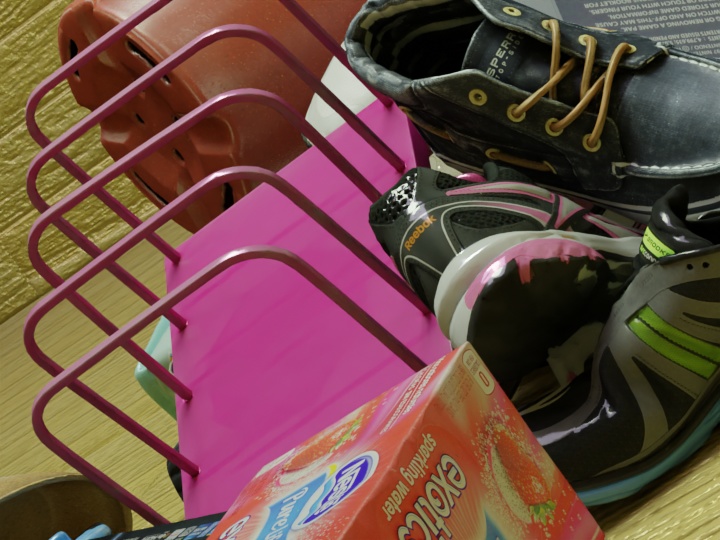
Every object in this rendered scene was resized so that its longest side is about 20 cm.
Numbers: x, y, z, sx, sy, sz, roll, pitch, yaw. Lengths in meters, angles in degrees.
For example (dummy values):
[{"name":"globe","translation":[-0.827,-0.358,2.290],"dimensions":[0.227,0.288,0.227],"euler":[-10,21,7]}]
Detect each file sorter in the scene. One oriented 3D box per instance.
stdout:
[{"name":"file sorter","translation":[-0.056,-0.007,1.097],"dimensions":[0.139,0.125,0.200],"euler":[-35,35,20]}]

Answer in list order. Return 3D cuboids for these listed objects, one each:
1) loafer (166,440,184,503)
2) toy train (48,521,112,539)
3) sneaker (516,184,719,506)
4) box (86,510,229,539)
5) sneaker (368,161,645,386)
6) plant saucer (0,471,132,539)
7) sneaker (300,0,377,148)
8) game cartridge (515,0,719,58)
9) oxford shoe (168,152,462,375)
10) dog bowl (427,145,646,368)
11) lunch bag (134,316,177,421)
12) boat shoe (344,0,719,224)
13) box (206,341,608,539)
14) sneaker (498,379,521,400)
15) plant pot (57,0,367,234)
[{"name":"loafer","translation":[-0.009,0.074,1.288],"dimensions":[0.201,0.068,0.070],"euler":[-22,9,39]},{"name":"toy train","translation":[-0.161,0.189,1.201],"dimensions":[0.200,0.087,0.114],"euler":[-39,0,-35]},{"name":"sneaker","translation":[0.116,0.016,0.998],"dimensions":[0.200,0.083,0.071],"euler":[-37,17,6]},{"name":"box","translation":[-0.118,0.157,0.987],"dimensions":[0.160,0.044,0.200],"euler":[-39,9,-25]},{"name":"sneaker","translation":[0.071,-0.006,1.069],"dimensions":[0.080,0.086,0.200],"euler":[-49,-25,9]},{"name":"plant saucer","translation":[-0.193,0.164,1.269],"dimensions":[0.200,0.035,0.200],"euler":[-38,-27,-23]},{"name":"sneaker","translation":[0.030,-0.140,1.274],"dimensions":[0.200,0.087,0.075],"euler":[-50,41,8]},{"name":"game cartridge","translation":[0.154,-0.101,1.212],"dimensions":[0.200,0.133,0.041],"euler":[-7,-41,-14]},{"name":"oxford shoe","translation":[0.000,0.000,1.207],"dimensions":[0.200,0.074,0.071],"euler":[-48,34,4]},{"name":"dog bowl","translation":[0.075,-0.056,1.293],"dimensions":[0.200,0.074,0.200],"euler":[-27,45,31]},{"name":"lunch bag","translation":[-0.011,0.008,1.490],"dimensions":[0.170,0.122,0.200],"euler":[-33,14,26]},{"name":"boat shoe","translation":[0.085,-0.067,1.072],"dimensions":[0.200,0.091,0.071],"euler":[7,71,43]},{"name":"box","translation":[0.003,0.117,0.840],"dimensions":[0.095,0.103,0.200],"euler":[-32,7,24]},{"name":"sneaker","translation":[0.017,0.073,1.174],"dimensions":[0.082,0.077,0.200],"euler":[-14,-24,-48]},{"name":"plant pot","translation":[-0.037,-0.127,1.411],"dimensions":[0.195,0.201,0.201],"euler":[-39,8,-23]}]
